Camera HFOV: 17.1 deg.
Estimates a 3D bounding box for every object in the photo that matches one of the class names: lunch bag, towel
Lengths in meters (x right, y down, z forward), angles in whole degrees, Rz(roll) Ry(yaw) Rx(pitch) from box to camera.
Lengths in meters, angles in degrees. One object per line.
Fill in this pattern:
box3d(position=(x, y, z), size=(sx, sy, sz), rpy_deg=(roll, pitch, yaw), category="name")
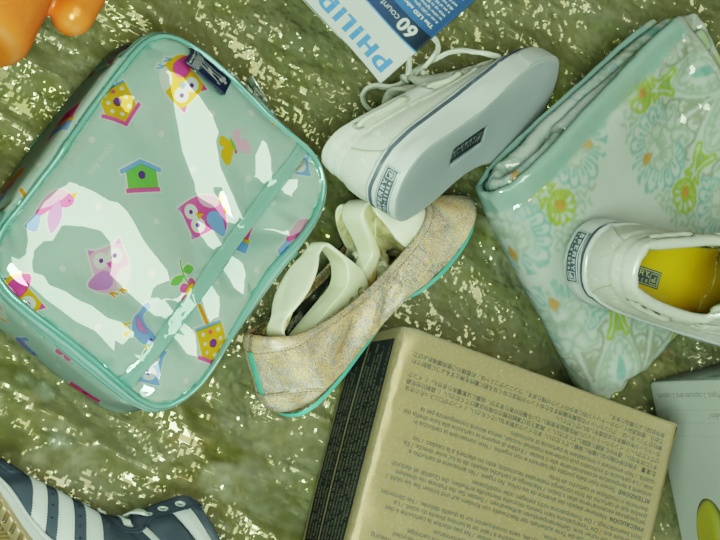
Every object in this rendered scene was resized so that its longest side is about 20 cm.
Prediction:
box3d(position=(-0.116, -0.027, 1.360), size=(0.160, 0.077, 0.200), rpy_deg=(41, 69, -16), category="lunch bag")
box3d(position=(0.175, -0.042, 1.497), size=(0.200, 0.048, 0.171), rpy_deg=(-42, 117, -23), category="towel")

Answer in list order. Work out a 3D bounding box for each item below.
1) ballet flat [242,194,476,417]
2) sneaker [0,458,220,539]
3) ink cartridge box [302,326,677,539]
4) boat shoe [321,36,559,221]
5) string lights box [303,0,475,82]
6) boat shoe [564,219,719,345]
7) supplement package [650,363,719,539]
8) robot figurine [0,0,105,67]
box3d(position=(0.000, 0.000, 1.401), size=(0.200, 0.068, 0.067), rpy_deg=(-50, 122, -35), category="ballet flat")
box3d(position=(-0.161, 0.144, 1.326), size=(0.200, 0.070, 0.108), rpy_deg=(36, 31, 9), category="sneaker")
box3d(position=(0.076, 0.141, 1.435), size=(0.200, 0.075, 0.165), rpy_deg=(21, 77, -23), category="ink cartridge box")
box3d(position=(0.041, -0.097, 1.445), size=(0.086, 0.075, 0.202), rpy_deg=(30, 40, 20), category="boat shoe")
box3d(position=(0.050, -0.207, 1.345), size=(0.103, 0.200, 0.059), rpy_deg=(46, 35, -7), category="string lights box")
box3d(position=(0.224, 0.008, 1.452), size=(0.202, 0.086, 0.075), rpy_deg=(14, 90, -37), category="boat shoe")
box3d(position=(0.299, 0.150, 1.495), size=(0.150, 0.152, 0.201), rpy_deg=(-12, 92, -26), category="supplement package")
box3d(position=(-0.210, -0.191, 1.314), size=(0.144, 0.117, 0.200), rpy_deg=(17, 73, 18), category="robot figurine")
